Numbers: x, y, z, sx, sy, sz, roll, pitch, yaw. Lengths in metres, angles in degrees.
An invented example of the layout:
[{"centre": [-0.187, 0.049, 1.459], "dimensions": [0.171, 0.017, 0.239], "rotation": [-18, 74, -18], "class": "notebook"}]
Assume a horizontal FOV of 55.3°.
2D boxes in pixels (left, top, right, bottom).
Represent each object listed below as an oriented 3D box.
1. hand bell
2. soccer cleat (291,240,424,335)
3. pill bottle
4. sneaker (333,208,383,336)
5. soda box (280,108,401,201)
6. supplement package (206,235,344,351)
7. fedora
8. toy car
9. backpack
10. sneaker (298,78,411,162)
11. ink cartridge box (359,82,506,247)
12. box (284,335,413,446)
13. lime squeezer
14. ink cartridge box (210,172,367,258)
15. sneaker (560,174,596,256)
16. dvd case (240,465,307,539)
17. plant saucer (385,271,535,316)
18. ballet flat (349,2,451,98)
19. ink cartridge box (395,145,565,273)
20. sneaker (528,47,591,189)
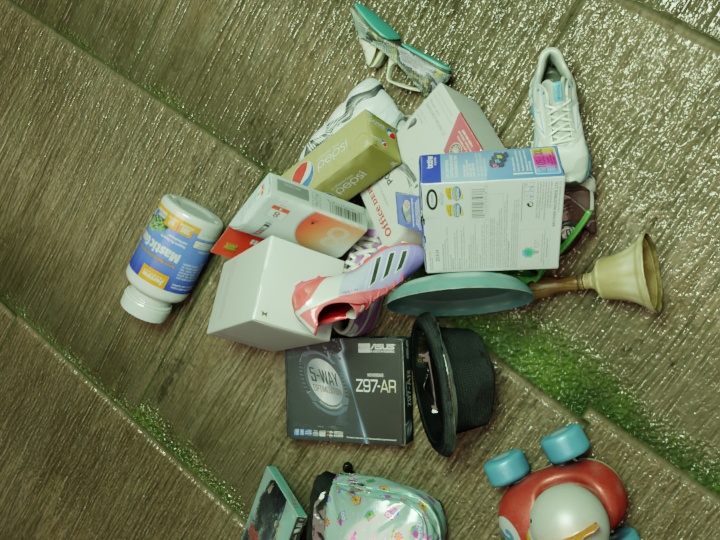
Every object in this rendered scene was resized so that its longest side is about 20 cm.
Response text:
[{"centre": [0.294, 0.018, 0.935], "dimensions": [0.199, 0.104, 0.105], "rotation": [-11, 85, 34], "class": "hand bell"}, {"centre": [0.006, 0.024, 0.904], "dimensions": [0.199, 0.067, 0.077], "rotation": [-19, 53, -18], "class": "soccer cleat"}, {"centre": [-0.322, -0.016, 1.151], "dimensions": [0.112, 0.112, 0.201], "rotation": [33, 100, 19], "class": "pill bottle"}, {"centre": [0.001, 0.000, 1.023], "dimensions": [0.072, 0.114, 0.202], "rotation": [7, 90, 23], "class": "sneaker"}, {"centre": [-0.038, -0.140, 0.985], "dimensions": [0.200, 0.064, 0.068], "rotation": [-32, 52, 33], "class": "soda box"}, {"centre": [-0.127, 0.042, 1.004], "dimensions": [0.200, 0.119, 0.122], "rotation": [-19, 56, 59], "class": "supplement package"}, {"centre": [0.134, 0.154, 0.963], "dimensions": [0.091, 0.201, 0.202], "rotation": [-8, 86, -9], "class": "fedora"}, {"centre": [0.249, 0.321, 0.873], "dimensions": [0.176, 0.200, 0.185], "rotation": [-29, 79, 19], "class": "toy car"}, {"centre": [0.024, 0.382, 1.001], "dimensions": [0.199, 0.127, 0.168], "rotation": [2, 87, 19], "class": "backpack"}, {"centre": [-0.006, -0.184, 1.048], "dimensions": [0.115, 0.075, 0.200], "rotation": [44, 101, 19], "class": "sneaker"}, {"centre": [0.098, -0.130, 0.953], "dimensions": [0.200, 0.083, 0.147], "rotation": [-46, 49, 30], "class": "ink cartridge box"}, {"centre": [-0.019, 0.182, 1.064], "dimensions": [0.199, 0.043, 0.161], "rotation": [-1, 89, 22], "class": "box"}, {"centre": [0.233, -0.019, 0.936], "dimensions": [0.199, 0.038, 0.071], "rotation": [-20, 76, 38], "class": "lime squeezer"}, {"centre": [-0.110, -0.044, 1.008], "dimensions": [0.200, 0.162, 0.050], "rotation": [-45, 39, 39], "class": "ink cartridge box"}, {"centre": [0.230, -0.063, 0.956], "dimensions": [0.199, 0.076, 0.116], "rotation": [-9, 90, 21], "class": "sneaker"}, {"centre": [-0.148, 0.434, 1.078], "dimensions": [0.146, 0.022, 0.201], "rotation": [33, 106, 59], "class": "dvd case"}, {"centre": [0.133, 0.032, 0.927], "dimensions": [0.199, 0.200, 0.028], "rotation": [-8, 76, 21], "class": "plant saucer"}, {"centre": [0.046, -0.326, 1.037], "dimensions": [0.200, 0.072, 0.072], "rotation": [42, 103, 18], "class": "ballet flat"}, {"centre": [0.143, -0.072, 0.847], "dimensions": [0.199, 0.077, 0.137], "rotation": [-3, 127, 6], "class": "ink cartridge box"}, {"centre": [0.257, -0.205, 0.907], "dimensions": [0.075, 0.087, 0.201], "rotation": [-10, 67, 11], "class": "sneaker"}]
